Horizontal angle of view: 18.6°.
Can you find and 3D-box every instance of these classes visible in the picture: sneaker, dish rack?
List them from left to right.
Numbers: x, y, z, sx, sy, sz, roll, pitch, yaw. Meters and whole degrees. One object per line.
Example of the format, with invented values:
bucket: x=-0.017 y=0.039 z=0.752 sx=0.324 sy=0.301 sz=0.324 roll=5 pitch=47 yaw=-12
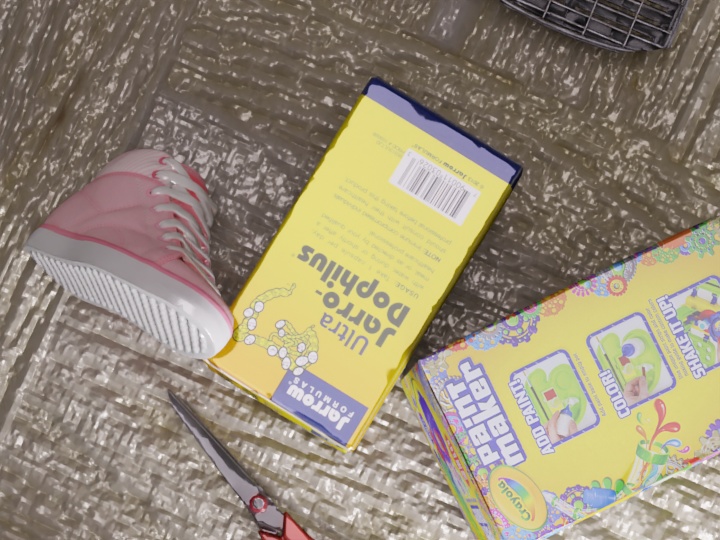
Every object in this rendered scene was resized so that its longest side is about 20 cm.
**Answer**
sneaker: x=-0.118 y=-0.020 z=1.319 sx=0.105 sy=0.200 sz=0.075 roll=-47 pitch=124 yaw=-15
dish rack: x=0.164 y=-0.241 z=1.406 sx=0.153 sy=0.055 sz=0.201 roll=23 pitch=86 yaw=2

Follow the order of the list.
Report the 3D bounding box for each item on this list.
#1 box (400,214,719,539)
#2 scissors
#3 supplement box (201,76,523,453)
box: x=0.138 y=0.073 z=1.298 sx=0.192 sy=0.200 sz=0.122 roll=-26 pitch=85 yaw=-5
scissors: x=-0.051 y=0.153 z=1.380 sx=0.073 sy=0.014 sz=0.201 roll=-24 pitch=84 yaw=-1
supplement box: x=0.000 y=0.000 z=1.347 sx=0.109 sy=0.109 sz=0.200 roll=31 pitch=84 yaw=2
